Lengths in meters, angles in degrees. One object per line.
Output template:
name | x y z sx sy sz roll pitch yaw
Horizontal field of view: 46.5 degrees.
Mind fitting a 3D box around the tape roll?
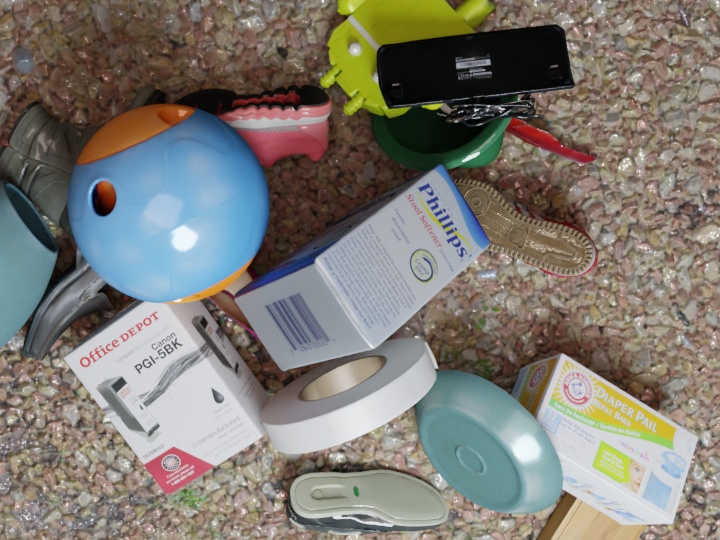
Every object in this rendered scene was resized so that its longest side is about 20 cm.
tape roll | -0.013 0.134 0.923 0.201 0.203 0.037 -24 99 0

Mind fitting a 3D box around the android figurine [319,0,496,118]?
android figurine | 0.045 -0.254 0.925 0.200 0.041 0.183 -38 72 4

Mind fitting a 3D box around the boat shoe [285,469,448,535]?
boat shoe | 0.008 0.289 1.024 0.198 0.072 0.068 6 134 -11

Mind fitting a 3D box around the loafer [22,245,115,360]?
loafer | -0.312 0.025 0.955 0.072 0.073 0.201 33 96 -12

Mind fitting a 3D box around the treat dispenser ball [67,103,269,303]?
treat dispenser ball | -0.192 -0.067 0.851 0.199 0.201 0.203 -1 98 -3

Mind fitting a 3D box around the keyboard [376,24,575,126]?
keyboard | 0.118 -0.194 0.872 0.198 0.040 0.105 -5 72 4

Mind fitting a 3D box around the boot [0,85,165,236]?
boot | -0.319 -0.149 0.934 0.130 0.068 0.201 37 93 -2

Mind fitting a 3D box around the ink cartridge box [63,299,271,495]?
ink cartridge box | -0.215 0.129 0.957 0.146 0.083 0.201 -33 99 13

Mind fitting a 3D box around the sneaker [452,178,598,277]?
sneaker | 0.186 -0.046 0.985 0.199 0.112 0.072 29 99 23

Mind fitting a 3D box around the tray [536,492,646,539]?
tray | 0.274 0.358 1.056 0.098 0.037 0.201 30 96 -7

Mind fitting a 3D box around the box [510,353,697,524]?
box | 0.271 0.199 0.981 0.199 0.101 0.113 31 67 -7

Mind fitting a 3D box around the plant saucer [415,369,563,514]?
plant saucer | 0.133 0.206 0.952 0.036 0.199 0.201 -37 100 -35

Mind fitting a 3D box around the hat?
hat | 0.133 -0.147 0.980 0.199 0.176 0.166 32 84 35

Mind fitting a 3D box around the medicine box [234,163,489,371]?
medicine box | 0.000 0.000 0.876 0.200 0.182 0.103 -39 100 -35

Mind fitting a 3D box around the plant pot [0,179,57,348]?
plant pot | -0.403 -0.020 0.881 0.134 0.200 0.201 -33 99 -4

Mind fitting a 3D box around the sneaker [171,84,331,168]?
sneaker | -0.129 -0.152 0.941 0.198 0.074 0.087 -1 125 6

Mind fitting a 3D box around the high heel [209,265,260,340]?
high heel | -0.148 0.016 0.949 0.199 0.096 0.068 33 95 -7
